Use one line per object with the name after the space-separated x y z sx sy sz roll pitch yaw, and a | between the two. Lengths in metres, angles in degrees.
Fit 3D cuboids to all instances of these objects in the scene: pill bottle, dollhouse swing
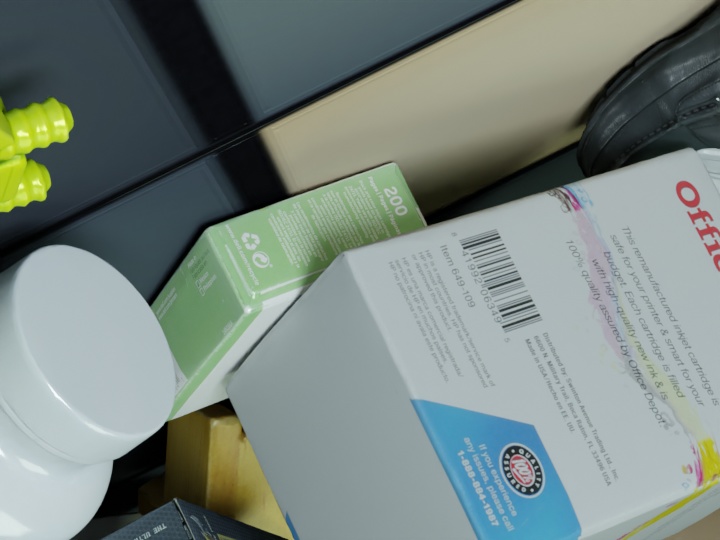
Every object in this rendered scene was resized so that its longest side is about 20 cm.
-0.168 0.074 0.864 0.199 0.113 0.112 -34 164 30 | pill bottle
-0.023 0.091 1.260 0.198 0.176 0.183 -7 122 -21 | dollhouse swing

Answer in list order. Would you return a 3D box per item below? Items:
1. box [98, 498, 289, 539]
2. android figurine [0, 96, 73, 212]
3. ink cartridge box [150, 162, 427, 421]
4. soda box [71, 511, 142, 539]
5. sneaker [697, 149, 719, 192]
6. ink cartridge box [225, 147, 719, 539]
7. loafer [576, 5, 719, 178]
-0.134 0.187 1.085 0.199 0.051 0.158 -30 158 9 | box
-0.183 -0.013 0.675 0.199 0.041 0.182 -18 164 -25 | android figurine
0.000 0.000 1.038 0.199 0.048 0.146 -21 165 -29 | ink cartridge box
-0.161 0.180 1.332 0.068 0.064 0.200 -11 174 27 | soda box
0.232 -0.043 1.250 0.199 0.078 0.099 -12 164 -43 | sneaker
0.075 0.060 0.989 0.199 0.148 0.146 -16 163 -32 | ink cartridge box
0.173 -0.082 1.000 0.068 0.071 0.200 -12 160 -43 | loafer
